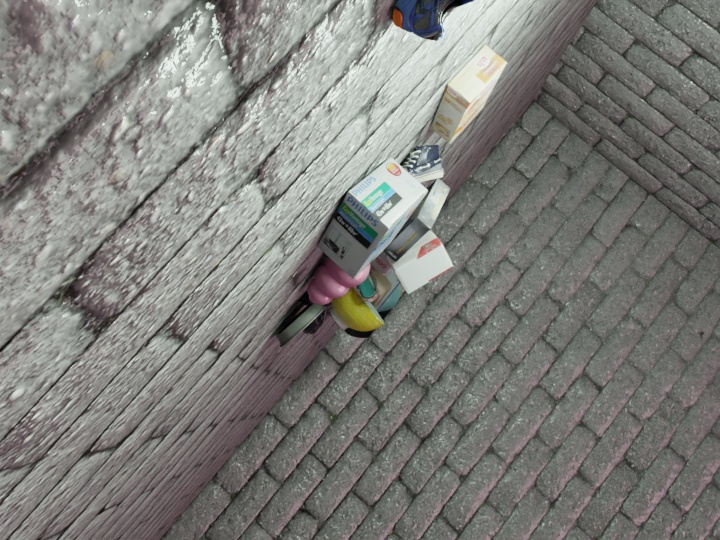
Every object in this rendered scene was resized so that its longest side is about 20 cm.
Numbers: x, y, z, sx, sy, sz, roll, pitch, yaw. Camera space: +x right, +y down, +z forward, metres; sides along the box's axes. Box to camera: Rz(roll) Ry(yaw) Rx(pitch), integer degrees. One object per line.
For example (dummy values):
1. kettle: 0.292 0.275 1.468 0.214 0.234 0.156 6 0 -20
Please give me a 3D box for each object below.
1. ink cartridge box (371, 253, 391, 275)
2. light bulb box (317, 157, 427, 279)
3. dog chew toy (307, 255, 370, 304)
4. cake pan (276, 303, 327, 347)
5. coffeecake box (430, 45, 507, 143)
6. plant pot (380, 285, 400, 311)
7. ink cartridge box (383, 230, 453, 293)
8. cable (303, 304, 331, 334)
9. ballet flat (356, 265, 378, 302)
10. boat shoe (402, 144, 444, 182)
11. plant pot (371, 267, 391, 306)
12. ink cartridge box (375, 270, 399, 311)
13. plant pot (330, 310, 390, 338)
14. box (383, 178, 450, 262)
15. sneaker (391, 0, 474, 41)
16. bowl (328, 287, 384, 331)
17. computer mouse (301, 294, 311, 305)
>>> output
1. ink cartridge box: 0.084 -0.111 1.768 0.201 0.146 0.086 -50 180 11
2. light bulb box: 0.028 -0.123 1.400 0.198 0.125 0.200 -45 174 -43
3. dog chew toy: -0.067 0.016 1.611 0.200 0.125 0.124 -43 176 20
4. cake pan: -0.178 0.150 1.789 0.200 0.037 0.200 -42 -176 3
5. coffeecake box: 0.268 -0.438 1.497 0.154 0.073 0.200 -47 173 -15
6. plant pot: 0.041 0.083 2.465 0.201 0.201 0.160 -53 159 27
7. ink cartridge box: 0.150 -0.041 1.634 0.146 0.083 0.200 -31 -156 3
8. cable: -0.151 0.162 2.225 0.164 0.051 0.201 -52 173 -35
9. ballet flat: 0.000 0.000 1.683 0.075 0.202 0.064 -16 162 3
10. boat shoe: 0.134 -0.277 1.576 0.198 0.094 0.074 -19 -164 -34
11. plant pot: 0.005 0.037 1.969 0.201 0.174 0.200 -49 175 -6
12. ink cartridge box: 0.056 0.009 2.050 0.040 0.201 0.200 -8 143 -51
13. plant pot: -0.018 0.181 2.649 0.200 0.200 0.177 -52 163 23
14. box: 0.150 -0.134 1.574 0.158 0.048 0.201 -45 -170 43
15. sneaker: 0.128 -0.386 0.771 0.201 0.078 0.075 -52 174 17
16. bowl: -0.031 0.112 1.763 0.107 0.201 0.200 -39 174 1
17. computer mouse: -0.093 0.015 1.732 0.201 0.044 0.110 -54 172 29
